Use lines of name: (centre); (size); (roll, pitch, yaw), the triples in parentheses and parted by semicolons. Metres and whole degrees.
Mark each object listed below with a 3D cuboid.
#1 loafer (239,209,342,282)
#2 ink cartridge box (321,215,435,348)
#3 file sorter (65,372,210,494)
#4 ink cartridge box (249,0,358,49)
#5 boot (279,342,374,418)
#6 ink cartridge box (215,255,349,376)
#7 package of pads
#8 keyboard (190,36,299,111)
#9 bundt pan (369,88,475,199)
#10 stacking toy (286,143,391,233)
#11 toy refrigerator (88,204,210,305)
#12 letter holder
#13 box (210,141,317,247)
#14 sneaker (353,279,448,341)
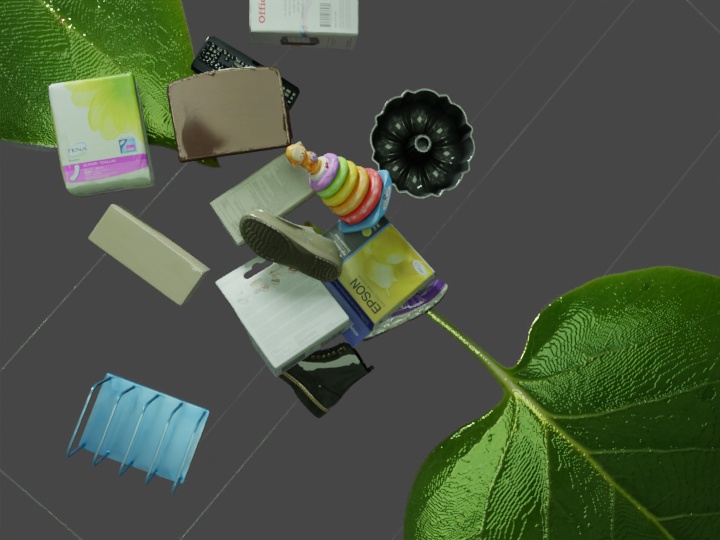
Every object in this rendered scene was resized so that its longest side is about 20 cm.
loafer: (-0.121, -0.049, 1.210); (0.198, 0.069, 0.076); (30, 127, -15)
ink cartridge box: (0.000, 0.000, 1.256); (0.199, 0.047, 0.198); (-39, 73, -8)
file sorter: (-0.385, 0.284, 1.195); (0.198, 0.123, 0.141); (21, 85, -5)
ink cartridge box: (-0.103, -0.496, 1.269); (0.197, 0.086, 0.150); (1, 89, -5)
boot: (-0.085, 0.149, 1.246); (0.138, 0.078, 0.200); (-39, 106, 7)
ink cartridge box: (-0.139, 0.063, 1.219); (0.159, 0.047, 0.201); (-32, 67, -20)
package of pads: (-0.463, -0.240, 1.230); (0.152, 0.068, 0.203); (-10, 89, -8)
keyboard: (-0.218, -0.348, 1.275); (0.198, 0.040, 0.105); (29, 85, -4)
bundt pan: (0.110, -0.231, 1.289); (0.199, 0.076, 0.205); (0, 89, -7)
stacking toy: (-0.049, -0.159, 1.181); (0.199, 0.109, 0.118); (32, 63, -36)
toy refrigerator: (-0.375, -0.029, 1.234); (0.199, 0.070, 0.076); (36, 92, -4)
letter holder: (-0.228, -0.279, 1.218); (0.197, 0.101, 0.144); (-9, 103, -1)
box: (-0.166, -0.136, 1.254); (0.199, 0.078, 0.096); (-34, 93, -6)
sneaker: (0.069, 0.059, 1.277); (0.198, 0.081, 0.084); (-23, 85, -6)
